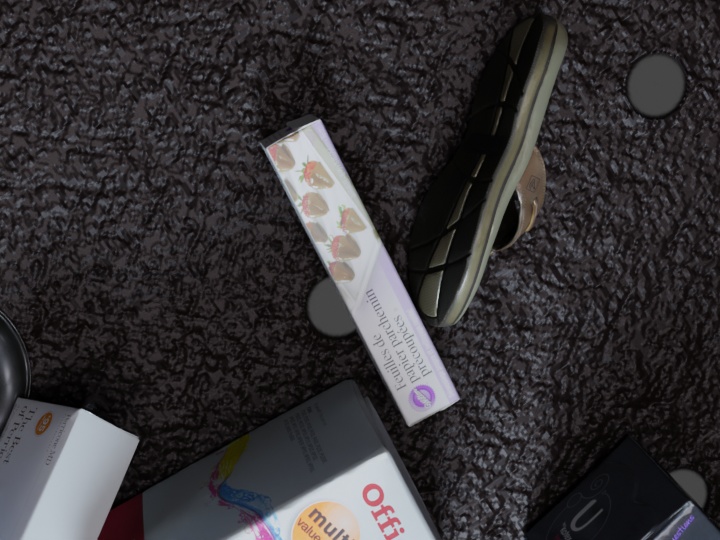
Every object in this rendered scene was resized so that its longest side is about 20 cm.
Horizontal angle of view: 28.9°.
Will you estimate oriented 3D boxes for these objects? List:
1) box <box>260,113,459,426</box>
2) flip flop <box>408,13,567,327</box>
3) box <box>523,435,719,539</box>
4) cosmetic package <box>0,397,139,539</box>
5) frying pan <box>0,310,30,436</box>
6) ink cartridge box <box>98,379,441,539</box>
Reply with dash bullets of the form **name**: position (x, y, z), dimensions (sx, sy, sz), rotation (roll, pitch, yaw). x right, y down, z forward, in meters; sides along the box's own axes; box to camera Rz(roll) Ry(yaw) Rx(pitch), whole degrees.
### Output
- **box**: position (0.000, 0.000, 0.869), dimensions (0.038, 0.041, 0.202), rotation (-28, 104, -2)
- **flip flop**: position (0.087, -0.057, 0.859), dimensions (0.057, 0.081, 0.202), rotation (20, 93, -27)
- **box**: position (0.217, 0.227, 0.909), dimensions (0.106, 0.122, 0.200), rotation (-43, 105, 2)
- **cosmetic package**: position (-0.205, 0.177, 0.808), dimensions (0.050, 0.082, 0.202), rotation (35, 68, -37)
- **frying pan**: position (-0.285, 0.095, 0.851), dimensions (0.115, 0.031, 0.190), rotation (44, 89, -14)
- **ink cartridge box**: position (-0.047, 0.189, 0.847), dimensions (0.199, 0.145, 0.146), rotation (-29, 105, -3)
